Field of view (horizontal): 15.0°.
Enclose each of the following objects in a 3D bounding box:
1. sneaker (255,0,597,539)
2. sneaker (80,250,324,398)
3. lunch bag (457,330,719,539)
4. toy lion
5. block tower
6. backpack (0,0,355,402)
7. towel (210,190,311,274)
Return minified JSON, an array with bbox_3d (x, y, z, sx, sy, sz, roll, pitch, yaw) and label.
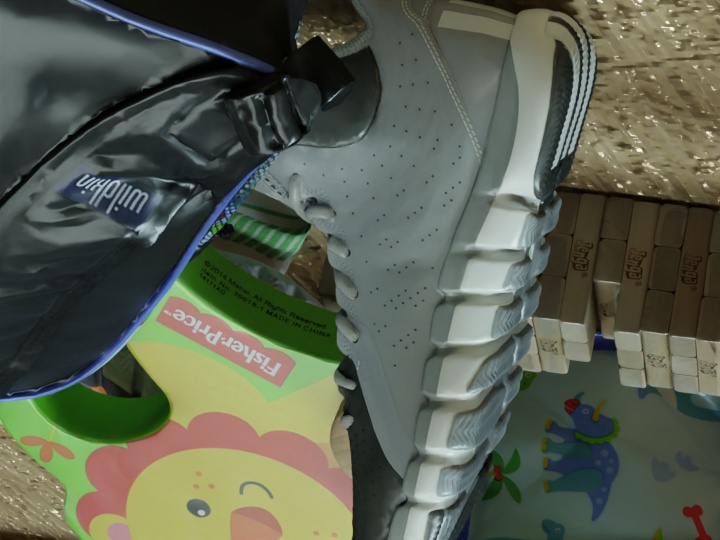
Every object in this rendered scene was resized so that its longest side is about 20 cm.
[{"bbox_3d":[0.000,0.000,0.905,0.115,0.201,0.075,17,-170,12],"label":"sneaker"},{"bbox_3d":[-0.089,0.032,1.108,0.199,0.078,0.112,24,163,-2],"label":"sneaker"},{"bbox_3d":[0.132,0.110,1.157,0.199,0.128,0.170,0,155,-2],"label":"lunch bag"},{"bbox_3d":[-0.053,0.066,1.016,0.199,0.069,0.192,29,132,-7],"label":"toy lion"},{"bbox_3d":[0.088,0.007,1.013,0.199,0.054,0.058,7,158,12],"label":"block tower"},{"bbox_3d":[-0.117,-0.064,0.807,0.182,0.148,0.200,21,136,-15],"label":"backpack"},{"bbox_3d":[-0.102,-0.016,1.104,0.152,0.024,0.200,15,157,-8],"label":"towel"}]
